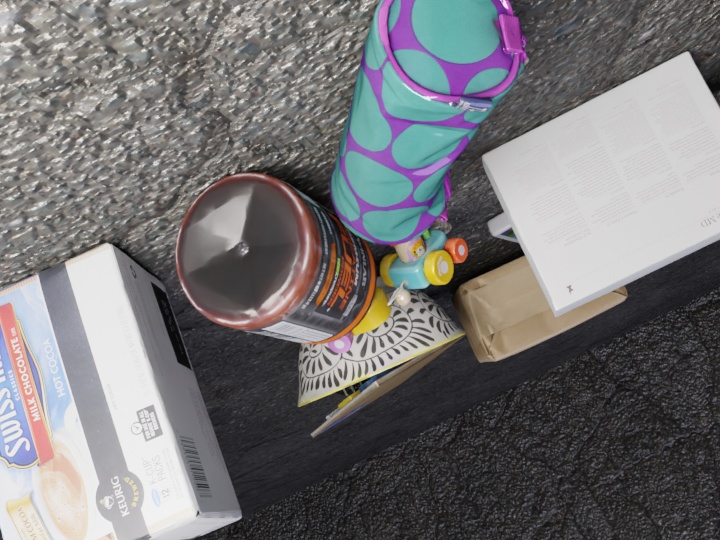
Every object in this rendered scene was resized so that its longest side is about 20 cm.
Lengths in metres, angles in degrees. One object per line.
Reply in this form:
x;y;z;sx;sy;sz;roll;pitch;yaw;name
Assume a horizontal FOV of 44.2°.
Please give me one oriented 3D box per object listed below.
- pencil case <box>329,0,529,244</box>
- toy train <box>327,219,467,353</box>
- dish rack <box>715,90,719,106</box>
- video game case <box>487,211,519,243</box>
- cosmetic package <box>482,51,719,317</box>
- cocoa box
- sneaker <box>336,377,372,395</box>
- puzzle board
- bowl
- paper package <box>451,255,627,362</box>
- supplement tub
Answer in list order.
0.036;-0.090;0.553;0.091;0.087;0.200;7;158;-8;pencil case
0.000;0.000;0.828;0.198;0.056;0.151;-32;-155;1;toy train
0.423;-0.201;0.808;0.169;0.044;0.200;-22;172;-12;dish rack
0.259;-0.087;1.007;0.198;0.022;0.181;-31;163;24;video game case
0.226;-0.072;0.767;0.197;0.153;0.052;-26;164;7;cosmetic package
-0.189;0.109;0.643;0.129;0.203;0.134;-22;165;-1;cocoa box
0.037;0.112;1.218;0.199;0.075;0.080;-33;164;29;sneaker
0.036;0.143;1.152;0.199;0.018;0.151;-22;164;-48;puzzle board
0.006;0.066;0.965;0.198;0.096;0.201;-24;173;-3;bowl
0.221;0.037;1.139;0.188;0.105;0.200;-24;173;0;paper package
-0.050;-0.001;0.675;0.106;0.108;0.200;-27;164;12;supplement tub
